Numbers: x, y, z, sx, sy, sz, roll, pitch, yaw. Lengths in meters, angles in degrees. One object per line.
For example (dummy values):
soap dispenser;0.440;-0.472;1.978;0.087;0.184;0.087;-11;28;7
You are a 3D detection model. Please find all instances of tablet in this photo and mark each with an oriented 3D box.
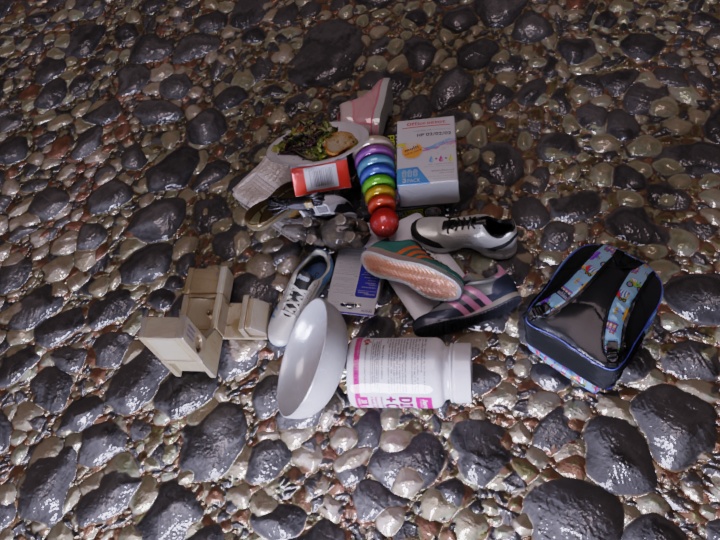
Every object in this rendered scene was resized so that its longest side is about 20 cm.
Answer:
tablet;0.106;-0.008;1.375;0.129;0.014;0.201;-26;63;-16

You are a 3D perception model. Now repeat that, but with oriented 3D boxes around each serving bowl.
serving bowl;-0.071;0.151;1.251;0.065;0.200;0.202;20;57;-20

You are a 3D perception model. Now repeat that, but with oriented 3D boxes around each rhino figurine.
rhino figurine;-0.069;-0.069;1.400;0.198;0.087;0.061;2;85;33

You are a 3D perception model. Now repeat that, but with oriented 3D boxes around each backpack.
backpack;0.380;0.067;1.224;0.181;0.135;0.200;30;69;26

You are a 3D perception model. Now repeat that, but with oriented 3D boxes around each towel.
towel;-0.157;-0.152;1.528;0.199;0.035;0.133;33;70;27

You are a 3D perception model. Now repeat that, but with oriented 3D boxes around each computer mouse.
computer mouse;-0.076;-0.121;1.404;0.108;0.199;0.045;-8;84;29

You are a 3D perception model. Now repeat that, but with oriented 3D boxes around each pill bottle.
pill bottle;0.082;0.166;1.234;0.197;0.114;0.115;-1;58;10

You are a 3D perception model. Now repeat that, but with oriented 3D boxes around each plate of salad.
plate of salad;-0.083;-0.248;1.422;0.197;0.049;0.201;-9;32;6

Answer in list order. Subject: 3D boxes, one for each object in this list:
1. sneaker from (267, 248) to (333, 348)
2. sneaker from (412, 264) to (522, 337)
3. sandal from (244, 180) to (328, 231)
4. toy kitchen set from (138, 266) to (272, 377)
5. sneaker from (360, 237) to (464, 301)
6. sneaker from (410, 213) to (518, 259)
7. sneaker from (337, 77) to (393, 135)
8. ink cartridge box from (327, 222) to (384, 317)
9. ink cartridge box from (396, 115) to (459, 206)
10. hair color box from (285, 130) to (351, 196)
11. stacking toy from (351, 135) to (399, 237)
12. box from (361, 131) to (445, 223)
sneaker;-0.113;0.046;1.373;0.071;0.073;0.201;20;65;20
sneaker;0.175;0.053;1.311;0.197;0.070;0.083;-17;66;-9
sandal;-0.139;-0.121;1.450;0.080;0.055;0.199;24;47;35
toy kitchen set;-0.259;0.063;1.325;0.161;0.181;0.203;0;62;10
sneaker;0.101;-0.013;1.313;0.198;0.072;0.080;22;45;28
sneaker;0.189;-0.076;1.367;0.197;0.080;0.075;5;59;2
sneaker;0.008;-0.339;1.565;0.103;0.076;0.201;2;40;14
ink cartridge box;0.000;0.000;1.401;0.093;0.037;0.202;5;57;13
ink cartridge box;0.127;-0.225;1.444;0.113;0.068;0.202;-4;57;8
hair color box;-0.085;-0.221;1.488;0.109;0.065;0.201;-10;32;-2
stacking toy;0.037;-0.150;1.410;0.084;0.086;0.202;-12;60;4
box;0.080;-0.188;1.497;0.158;0.044;0.202;-6;57;8
